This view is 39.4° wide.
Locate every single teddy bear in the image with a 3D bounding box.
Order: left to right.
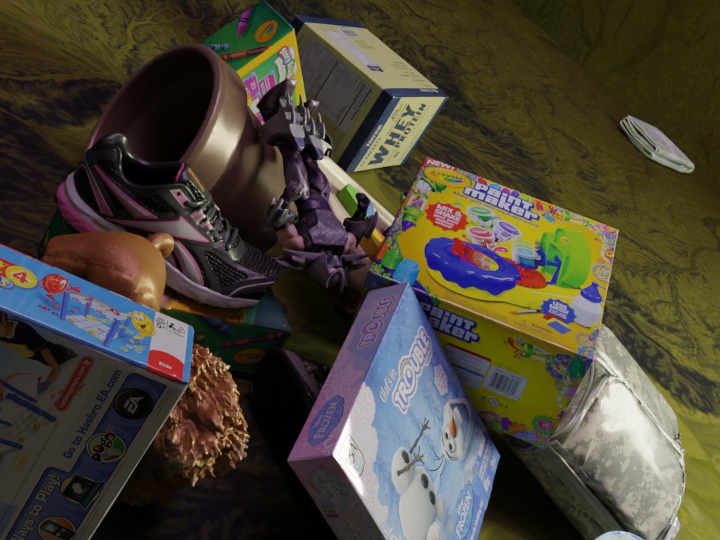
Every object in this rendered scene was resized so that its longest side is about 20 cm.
[{"bbox_3d":[0.000,0.000,1.161,0.145,0.067,0.200,43,19,-24],"label":"teddy bear"}]

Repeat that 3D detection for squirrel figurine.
[{"bbox_3d":[-0.164,0.066,0.683,0.199,0.187,0.142,29,25,-12],"label":"squirrel figurine"}]

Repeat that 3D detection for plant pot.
[{"bbox_3d":[-0.158,-0.098,1.020,0.174,0.200,0.201,38,17,-42],"label":"plant pot"}]

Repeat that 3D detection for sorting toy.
[{"bbox_3d":[0.028,-0.022,1.098,0.185,0.036,0.201,40,22,-37],"label":"sorting toy"}]

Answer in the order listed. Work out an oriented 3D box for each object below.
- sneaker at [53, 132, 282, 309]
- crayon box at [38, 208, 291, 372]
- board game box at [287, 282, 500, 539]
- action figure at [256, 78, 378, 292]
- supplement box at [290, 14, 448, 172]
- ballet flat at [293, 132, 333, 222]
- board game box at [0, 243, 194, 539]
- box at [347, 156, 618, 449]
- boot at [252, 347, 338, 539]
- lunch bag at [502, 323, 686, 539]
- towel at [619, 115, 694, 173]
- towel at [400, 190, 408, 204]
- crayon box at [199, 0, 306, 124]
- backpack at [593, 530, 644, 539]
[{"bbox_3d":[-0.149,-0.042,0.836,0.199,0.086,0.081,27,28,-19],"label":"sneaker"},{"bbox_3d":[-0.172,0.019,0.889,0.199,0.058,0.119,13,33,-39],"label":"crayon box"},{"bbox_3d":[0.037,0.147,0.789,0.200,0.043,0.200,60,33,-25],"label":"board game box"},{"bbox_3d":[-0.047,-0.072,0.940,0.130,0.069,0.201,11,57,-55],"label":"action figure"},{"bbox_3d":[-0.011,-0.268,1.521,0.200,0.135,0.200,42,26,16],"label":"supplement box"},{"bbox_3d":[-0.072,-0.131,1.285,0.068,0.069,0.200,31,26,-10],"label":"ballet flat"},{"bbox_3d":[-0.226,0.080,0.568,0.195,0.200,0.056,26,27,-19],"label":"board game box"},{"bbox_3d":[0.112,0.024,0.925,0.199,0.122,0.193,21,41,5],"label":"box"},{"bbox_3d":[0.006,0.154,0.879,0.153,0.074,0.204,13,34,-45],"label":"boot"},{"bbox_3d":[0.233,0.177,1.008,0.200,0.139,0.168,50,32,-20],"label":"lunch bag"},{"bbox_3d":[0.828,-0.350,2.817,0.199,0.048,0.172,12,36,-40],"label":"towel"},{"bbox_3d":[0.099,0.019,1.158,0.200,0.031,0.149,60,2,-42],"label":"towel"},{"bbox_3d":[-0.127,-0.200,1.159,0.058,0.119,0.200,45,-16,21],"label":"crayon box"},{"bbox_3d":[0.250,0.309,0.820,0.200,0.147,0.183,45,24,27],"label":"backpack"}]
